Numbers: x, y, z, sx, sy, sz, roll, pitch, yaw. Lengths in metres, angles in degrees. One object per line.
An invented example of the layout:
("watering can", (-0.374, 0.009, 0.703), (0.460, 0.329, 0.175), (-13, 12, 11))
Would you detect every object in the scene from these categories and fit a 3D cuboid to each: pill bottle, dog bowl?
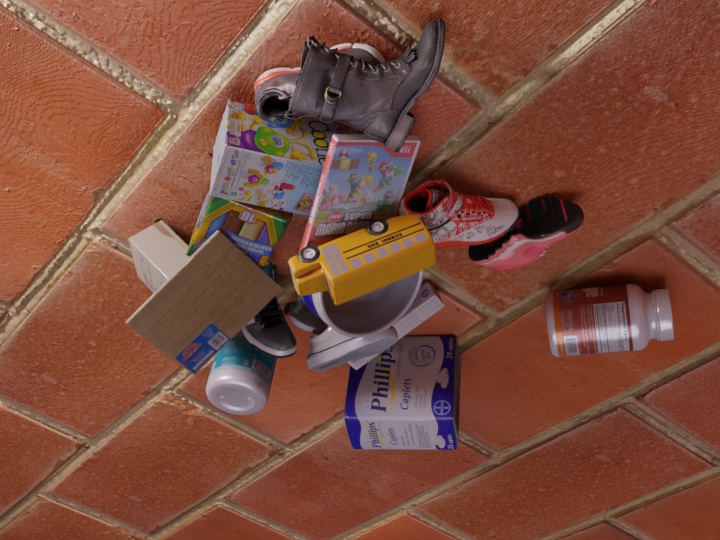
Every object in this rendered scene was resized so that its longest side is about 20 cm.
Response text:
("pill bottle", (-0.204, 0.150, 1.643), (0.110, 0.200, 0.111), (5, 137, 5))
("pill bottle", (0.416, 0.082, 1.534), (0.199, 0.112, 0.112), (-6, 136, 15))
("dog bowl", (0.000, 0.000, 1.453), (0.200, 0.079, 0.201), (-15, 119, -30))

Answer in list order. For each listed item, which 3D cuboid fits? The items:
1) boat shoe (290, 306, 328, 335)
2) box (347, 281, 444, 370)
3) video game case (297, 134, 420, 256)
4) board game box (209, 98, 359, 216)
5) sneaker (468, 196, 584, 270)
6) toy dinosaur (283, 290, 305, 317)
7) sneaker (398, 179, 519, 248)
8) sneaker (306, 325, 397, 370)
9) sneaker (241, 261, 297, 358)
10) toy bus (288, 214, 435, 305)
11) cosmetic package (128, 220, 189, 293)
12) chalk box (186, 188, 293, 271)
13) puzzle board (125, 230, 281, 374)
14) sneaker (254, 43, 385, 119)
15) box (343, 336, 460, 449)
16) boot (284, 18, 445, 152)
("boat shoe", (-0.033, 0.108, 1.672), (0.199, 0.071, 0.070), (9, 136, -10))
("box", (0.054, 0.098, 1.606), (0.200, 0.039, 0.041), (-38, 134, 10))
("video game case", (-0.003, -0.102, 1.311), (0.143, 0.017, 0.201), (-5, 127, -33))
("board game box", (-0.109, -0.159, 1.340), (0.199, 0.103, 0.105), (11, 137, -17))
("sneaker", (0.272, -0.054, 1.456), (0.200, 0.074, 0.087), (-23, 143, 35))
("toy dinosaur", (-0.081, 0.005, 1.546), (0.047, 0.088, 0.200), (24, 140, -1))
("sneaker", (0.151, -0.091, 1.377), (0.201, 0.067, 0.108), (-13, 145, -8))
("sneaker", (-0.022, 0.115, 1.555), (0.200, 0.071, 0.073), (-22, 158, 37))
("sneaker", (-0.167, 0.048, 1.563), (0.083, 0.200, 0.121), (-19, 136, -32))
("toy bus", (0.002, -0.012, 1.308), (0.199, 0.078, 0.065), (-22, 144, -10))
("cosmetic package", (-0.297, 0.018, 1.527), (0.200, 0.071, 0.105), (42, 150, 28))
("chalk box", (-0.192, -0.078, 1.450), (0.124, 0.125, 0.200), (22, 135, -14))
("puzzle board", (-0.241, 0.052, 1.423), (0.200, 0.017, 0.151), (-44, 125, 2))
("sneaker", (-0.058, -0.248, 1.272), (0.199, 0.082, 0.077), (-14, 133, 22))
("box", (0.081, 0.224, 1.690), (0.199, 0.184, 0.105), (-2, 138, 11))
("boot", (0.006, -0.265, 1.205), (0.174, 0.069, 0.201), (24, 95, -5))
